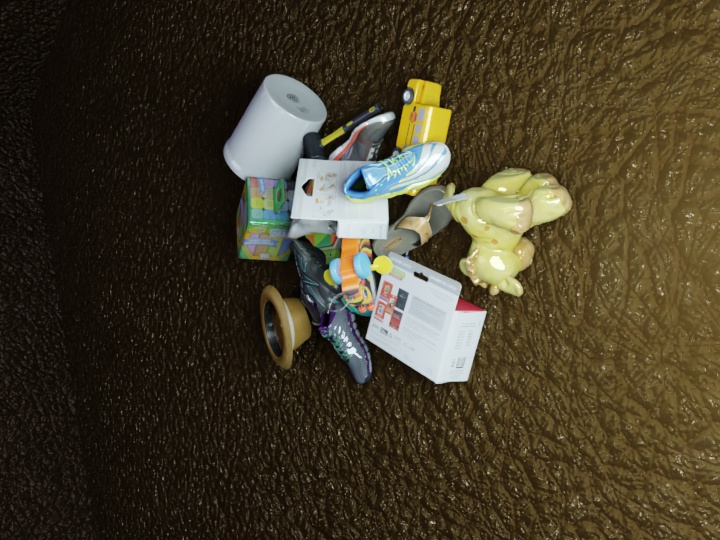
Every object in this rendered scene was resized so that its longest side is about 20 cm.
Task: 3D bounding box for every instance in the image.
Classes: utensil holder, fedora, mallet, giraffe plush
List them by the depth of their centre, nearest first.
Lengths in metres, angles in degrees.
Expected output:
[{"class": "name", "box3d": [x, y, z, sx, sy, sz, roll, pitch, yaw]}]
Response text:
[{"class": "giraffe plush", "box3d": [0.216, -0.050, 1.075, 0.173, 0.198, 0.163, -103, 2, -66]}, {"class": "mallet", "box3d": [-0.038, -0.280, 1.446, 0.199, 0.041, 0.066, -19, 71, 33]}, {"class": "utensil holder", "box3d": [-0.190, -0.310, 1.565, 0.200, 0.169, 0.171, -52, 52, 35]}, {"class": "fedora", "box3d": [-0.163, 0.123, 1.575, 0.201, 0.081, 0.202, 42, 138, 53]}]

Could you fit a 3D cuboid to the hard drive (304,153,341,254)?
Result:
[{"class": "hard drive", "box3d": [-0.055, -0.130, 1.495, 0.140, 0.038, 0.201, -54, 52, 36]}]

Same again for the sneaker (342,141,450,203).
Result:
[{"class": "sneaker", "box3d": [0.057, -0.162, 1.195, 0.199, 0.105, 0.076, -23, 94, 18]}]

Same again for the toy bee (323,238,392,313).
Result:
[{"class": "toy bee", "box3d": [-0.013, 0.021, 1.267, 0.130, 0.109, 0.201, 6, 54, 38]}]

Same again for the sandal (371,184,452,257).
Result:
[{"class": "sandal", "box3d": [0.092, -0.075, 1.257, 0.200, 0.082, 0.055, -36, 20, 33]}]

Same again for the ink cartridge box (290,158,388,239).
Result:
[{"class": "ink cartridge box", "box3d": [-0.035, -0.137, 1.306, 0.201, 0.172, 0.044, -88, 0, -49]}]

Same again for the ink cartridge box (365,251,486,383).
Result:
[{"class": "ink cartridge box", "box3d": [0.117, 0.077, 1.241, 0.200, 0.083, 0.177, 28, 109, 48]}]

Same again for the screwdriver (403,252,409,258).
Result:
[{"class": "screwdriver", "box3d": [0.095, -0.044, 1.325, 0.029, 0.028, 0.201, 25, 104, 17]}]

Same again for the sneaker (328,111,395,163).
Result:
[{"class": "sneaker", "box3d": [0.017, -0.241, 1.396, 0.200, 0.077, 0.082, -36, 83, 50]}]

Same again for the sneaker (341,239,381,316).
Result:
[{"class": "sneaker", "box3d": [0.000, 0.000, 1.395, 0.120, 0.083, 0.202, -14, 80, 41]}]

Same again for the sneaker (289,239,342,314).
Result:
[{"class": "sneaker", "box3d": [-0.098, 0.007, 1.388, 0.080, 0.075, 0.200, -60, 42, 17]}]

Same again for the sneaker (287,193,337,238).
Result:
[{"class": "sneaker", "box3d": [-0.089, -0.094, 1.395, 0.200, 0.088, 0.076, 161, 127, -73]}]

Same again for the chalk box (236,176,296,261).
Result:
[{"class": "chalk box", "box3d": [-0.202, -0.124, 1.554, 0.200, 0.123, 0.125, 119, 149, -55]}]

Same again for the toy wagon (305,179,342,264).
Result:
[{"class": "toy wagon", "box3d": [-0.064, -0.097, 1.446, 0.155, 0.039, 0.202, -6, 85, 52]}]

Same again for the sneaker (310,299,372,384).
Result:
[{"class": "sneaker", "box3d": [-0.045, 0.142, 1.423, 0.074, 0.087, 0.201, -30, 76, 52]}]

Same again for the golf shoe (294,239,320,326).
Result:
[{"class": "golf shoe", "box3d": [-0.111, 0.028, 1.534, 0.095, 0.077, 0.201, -47, 54, 41]}]

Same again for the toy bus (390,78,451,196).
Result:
[{"class": "toy bus", "box3d": [0.110, -0.239, 1.267, 0.078, 0.065, 0.201, 25, 109, 48]}]
